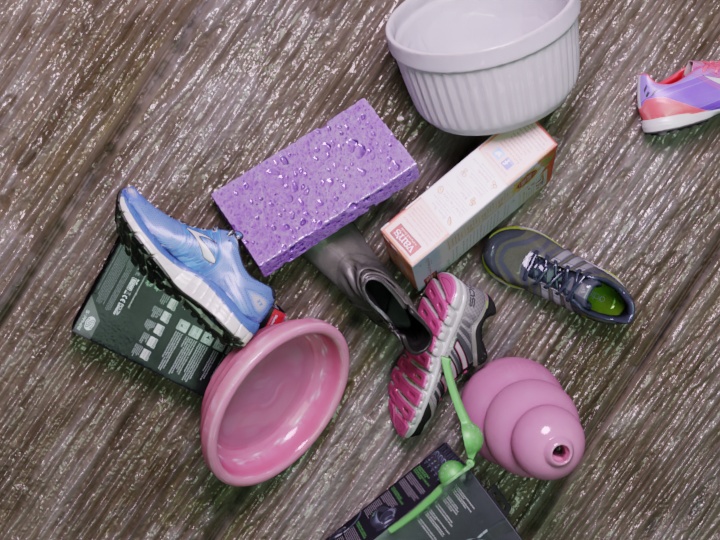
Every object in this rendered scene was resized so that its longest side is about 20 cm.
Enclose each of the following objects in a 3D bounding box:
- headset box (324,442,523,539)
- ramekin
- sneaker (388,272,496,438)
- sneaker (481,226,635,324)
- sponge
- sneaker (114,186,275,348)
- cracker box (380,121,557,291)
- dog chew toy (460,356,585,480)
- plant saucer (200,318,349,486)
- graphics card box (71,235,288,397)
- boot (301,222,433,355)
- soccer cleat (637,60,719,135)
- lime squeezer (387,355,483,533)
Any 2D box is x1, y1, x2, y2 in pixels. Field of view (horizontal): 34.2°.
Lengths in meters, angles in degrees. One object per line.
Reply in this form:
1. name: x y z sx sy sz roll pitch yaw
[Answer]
1. headset box: 0.091 0.325 1.347 0.200 0.093 0.175 -39 104 -3
2. ramekin: 0.134 -0.225 1.210 0.199 0.200 0.106 -23 125 -7
3. sneaker: 0.097 0.102 1.319 0.087 0.074 0.201 9 108 -30
4. sneaker: 0.231 0.007 1.328 0.199 0.081 0.074 20 95 -15
5. sponge: -0.049 -0.089 1.244 0.199 0.030 0.112 -33 60 -5
6. sneaker: -0.169 -0.015 1.194 0.200 0.079 0.089 43 66 0
7. cracker box: 0.117 -0.072 1.259 0.200 0.134 0.058 -40 78 -4
8. dog chew toy: 0.184 0.169 1.284 0.123 0.200 0.126 -2 100 -11
9. plant saucer: -0.098 0.134 1.252 0.200 0.051 0.202 -33 140 -32
10. graphics card box: -0.194 0.053 1.261 0.199 0.051 0.126 28 93 -16
11. boot: 0.000 0.000 1.252 0.068 0.131 0.200 -45 105 -2
12. soccer cleat: 0.410 -0.213 1.338 0.198 0.068 0.074 -17 98 -6
13. lime squeezer: 0.091 0.199 1.262 0.070 0.038 0.202 17 94 -9
